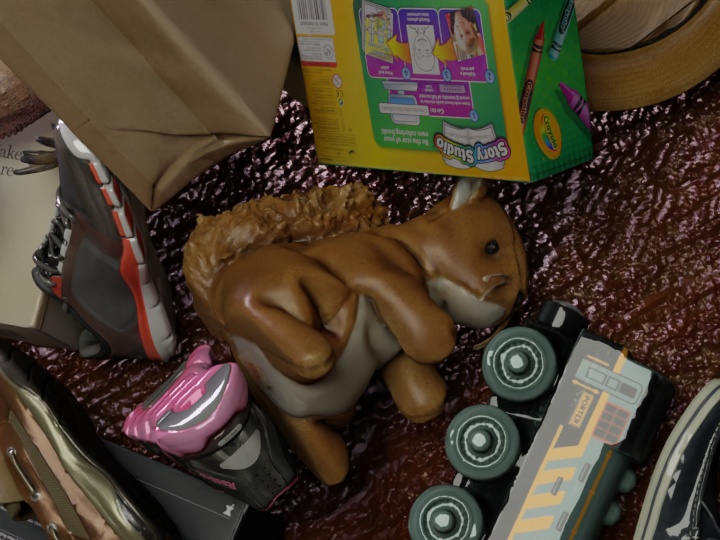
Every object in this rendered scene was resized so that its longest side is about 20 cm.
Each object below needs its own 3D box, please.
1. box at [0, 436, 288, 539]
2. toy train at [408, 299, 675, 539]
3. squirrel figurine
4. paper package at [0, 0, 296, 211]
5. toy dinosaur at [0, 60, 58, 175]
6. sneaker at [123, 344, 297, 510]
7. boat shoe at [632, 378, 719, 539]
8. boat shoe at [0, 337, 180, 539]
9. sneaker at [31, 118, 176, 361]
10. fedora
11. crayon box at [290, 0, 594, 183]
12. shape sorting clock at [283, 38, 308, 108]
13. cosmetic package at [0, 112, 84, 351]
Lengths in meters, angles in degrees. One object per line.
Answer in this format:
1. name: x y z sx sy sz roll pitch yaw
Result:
1. box: -0.168 0.182 1.510 0.199 0.079 0.142 20 83 24
2. toy train: 0.108 0.121 1.431 0.113 0.085 0.201 24 84 14
3. squirrel figurine: 0.000 0.000 1.461 0.186 0.142 0.200 -34 51 -17
4. paper package: -0.133 -0.173 1.468 0.103 0.191 0.201 -32 27 27
5. toy dinosaur: -0.231 -0.115 1.541 0.199 0.086 0.137 -9 89 27
6. sneaker: -0.086 0.105 1.465 0.095 0.200 0.079 44 86 -12
7. boat shoe: 0.192 0.163 1.392 0.062 0.075 0.201 17 86 18
8. boat shoe: -0.195 0.121 1.458 0.074 0.076 0.200 -44 63 5
9. sneaker: -0.174 -0.012 1.503 0.081 0.201 0.077 -12 38 3
10. fedora: 0.157 -0.192 1.486 0.199 0.082 0.202 0 88 -2
11. crayon box: 0.046 -0.123 1.445 0.199 0.058 0.120 8 113 48
12. shape sorting clock: 0.011 -0.195 1.561 0.199 0.039 0.202 3 97 24
13. cosmetic package: -0.222 -0.056 1.603 0.103 0.073 0.201 8 78 22
